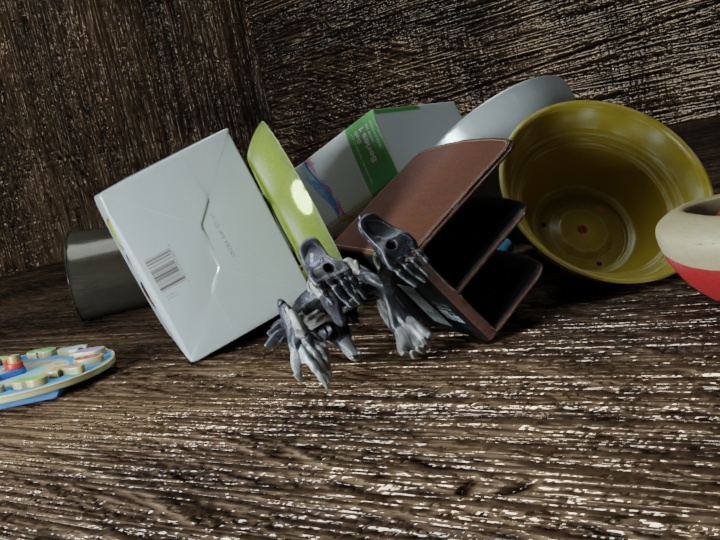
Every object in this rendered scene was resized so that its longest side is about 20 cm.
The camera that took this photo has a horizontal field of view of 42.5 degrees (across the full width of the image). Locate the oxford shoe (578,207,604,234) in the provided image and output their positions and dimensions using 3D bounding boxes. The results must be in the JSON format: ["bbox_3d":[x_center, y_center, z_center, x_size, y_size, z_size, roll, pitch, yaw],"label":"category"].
[{"bbox_3d":[0.262,-0.052,1.039,0.073,0.071,0.200,-27,-10,40],"label":"oxford shoe"}]

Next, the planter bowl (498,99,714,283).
[{"bbox_3d":[0.219,-0.057,0.872,0.200,0.201,0.083,-15,-27,-15],"label":"planter bowl"}]

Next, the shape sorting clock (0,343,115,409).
[{"bbox_3d":[-0.356,0.107,0.960,0.200,0.039,0.200,-13,9,2],"label":"shape sorting clock"}]

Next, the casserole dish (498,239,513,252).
[{"bbox_3d":[0.106,-0.030,1.028,0.121,0.039,0.200,24,16,6],"label":"casserole dish"}]

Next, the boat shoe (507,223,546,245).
[{"bbox_3d":[0.213,-0.070,1.105,0.072,0.076,0.200,4,8,20],"label":"boat shoe"}]

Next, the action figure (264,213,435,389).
[{"bbox_3d":[-0.011,0.037,0.720,0.119,0.102,0.200,-24,-15,-16],"label":"action figure"}]

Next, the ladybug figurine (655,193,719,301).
[{"bbox_3d":[0.294,-0.016,0.676,0.136,0.072,0.200,-12,8,2],"label":"ladybug figurine"}]

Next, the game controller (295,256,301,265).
[{"bbox_3d":[-0.031,-0.019,1.240,0.104,0.042,0.200,-29,-3,38],"label":"game controller"}]

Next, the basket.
[{"bbox_3d":[-0.329,-0.009,1.405,0.200,0.136,0.180,-10,12,-8],"label":"basket"}]

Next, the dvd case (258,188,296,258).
[{"bbox_3d":[-0.066,-0.062,1.297,0.200,0.150,0.025,-17,36,-28],"label":"dvd case"}]

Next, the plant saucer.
[{"bbox_3d":[-0.058,-0.044,0.870,0.031,0.200,0.200,-29,10,-5],"label":"plant saucer"}]

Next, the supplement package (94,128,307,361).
[{"bbox_3d":[-0.177,-0.030,1.003,0.147,0.191,0.200,-29,11,-14],"label":"supplement package"}]

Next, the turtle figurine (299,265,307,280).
[{"bbox_3d":[0.000,0.000,1.051,0.161,0.064,0.200,-8,-3,-24],"label":"turtle figurine"}]

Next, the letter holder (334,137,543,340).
[{"bbox_3d":[0.081,-0.034,0.823,0.142,0.101,0.200,-50,17,-10],"label":"letter holder"}]

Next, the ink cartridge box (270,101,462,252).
[{"bbox_3d":[0.011,-0.104,1.047,0.145,0.084,0.200,-16,-10,-46],"label":"ink cartridge box"}]

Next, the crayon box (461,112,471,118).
[{"bbox_3d":[0.137,-0.134,1.217,0.200,0.126,0.052,-17,36,34],"label":"crayon box"}]

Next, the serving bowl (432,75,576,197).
[{"bbox_3d":[0.152,-0.109,0.964,0.200,0.066,0.200,-31,-20,-12],"label":"serving bowl"}]
